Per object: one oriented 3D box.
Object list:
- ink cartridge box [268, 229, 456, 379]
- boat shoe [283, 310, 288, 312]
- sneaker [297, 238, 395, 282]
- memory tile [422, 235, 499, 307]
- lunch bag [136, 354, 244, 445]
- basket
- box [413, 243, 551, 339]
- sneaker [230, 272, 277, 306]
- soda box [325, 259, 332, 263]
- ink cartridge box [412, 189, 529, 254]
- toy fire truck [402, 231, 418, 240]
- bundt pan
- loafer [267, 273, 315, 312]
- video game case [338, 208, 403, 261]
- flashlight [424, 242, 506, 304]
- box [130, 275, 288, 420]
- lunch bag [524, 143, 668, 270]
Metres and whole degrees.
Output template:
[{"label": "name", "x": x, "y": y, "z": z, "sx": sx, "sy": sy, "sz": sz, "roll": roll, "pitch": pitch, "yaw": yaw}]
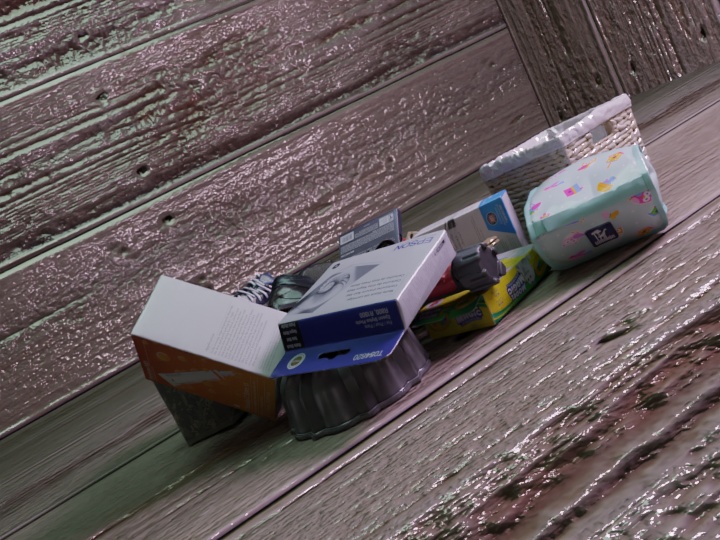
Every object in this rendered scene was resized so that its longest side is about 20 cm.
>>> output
[{"label": "ink cartridge box", "x": -0.005, "y": 0.039, "z": 0.837, "sx": 0.197, "sy": 0.041, "sz": 0.201, "roll": -16, "pitch": 25, "yaw": 40}, {"label": "boat shoe", "x": -0.070, "y": 0.076, "z": 1.124, "sx": 0.059, "sy": 0.074, "sz": 0.200, "roll": 19, "pitch": 19, "yaw": 19}, {"label": "sneaker", "x": 0.000, "y": 0.000, "z": 1.060, "sx": 0.194, "sy": 0.078, "sz": 0.115, "roll": 4, "pitch": -34, "yaw": -2}, {"label": "memory tile", "x": 0.115, "y": 0.024, "z": 1.023, "sx": 0.200, "sy": 0.017, "sz": 0.153, "roll": -45, "pitch": -8, "yaw": 29}, {"label": "lunch bag", "x": -0.240, "y": 0.152, "z": 1.139, "sx": 0.116, "sy": 0.167, "sz": 0.200, "roll": -27, "pitch": 6, "yaw": 20}, {"label": "basket", "x": 0.341, "y": -0.156, "z": 1.158, "sx": 0.196, "sy": 0.164, "sz": 0.199, "roll": -31, "pitch": 8, "yaw": -30}, {"label": "box", "x": 0.165, "y": 0.031, "z": 0.951, "sx": 0.116, "sy": 0.049, "sz": 0.199, "roll": -20, "pitch": 9, "yaw": 47}, {"label": "sneaker", "x": -0.162, "y": 0.043, "z": 1.087, "sx": 0.198, "sy": 0.076, "sz": 0.087, "roll": -7, "pitch": -56, "yaw": -53}, {"label": "soda box", "x": -0.116, "y": 0.059, "z": 1.238, "sx": 0.198, "sy": 0.064, "sz": 0.070, "roll": -33, "pitch": 1, "yaw": -40}, {"label": "ink cartridge box", "x": 0.160, "y": -0.030, "z": 1.117, "sx": 0.197, "sy": 0.118, "sz": 0.068, "roll": -24, "pitch": 7, "yaw": 24}, {"label": "toy fire truck", "x": 0.115, "y": -0.040, "z": 1.302, "sx": 0.141, "sy": 0.195, "sz": 0.050, "roll": 92, "pitch": -165, "yaw": -72}, {"label": "bundt pan", "x": -0.015, "y": 0.121, "z": 0.871, "sx": 0.198, "sy": 0.077, "sz": 0.202, "roll": -28, "pitch": 8, "yaw": 4}, {"label": "loafer", "x": -0.040, "y": 0.058, "z": 1.018, "sx": 0.194, "sy": 0.074, "sz": 0.073, "roll": 2, "pitch": 43, "yaw": 12}, {"label": "video game case", "x": 0.019, "y": 0.001, "z": 1.281, "sx": 0.141, "sy": 0.205, "sz": 0.019, "roll": -23, "pitch": -34, "yaw": 32}, {"label": "flashlight", "x": 0.083, "y": 0.016, "z": 0.905, "sx": 0.198, "sy": 0.069, "sz": 0.068, "roll": -23, "pitch": 14, "yaw": 40}, {"label": "box", "x": -0.189, "y": 0.105, "z": 0.946, "sx": 0.126, "sy": 0.195, "sz": 0.099, "roll": 99, "pitch": -171, "yaw": -54}, {"label": "lunch bag", "x": 0.310, "y": -0.085, "z": 0.932, "sx": 0.167, "sy": 0.124, "sz": 0.199, "roll": -23, "pitch": 2, "yaw": 24}]
